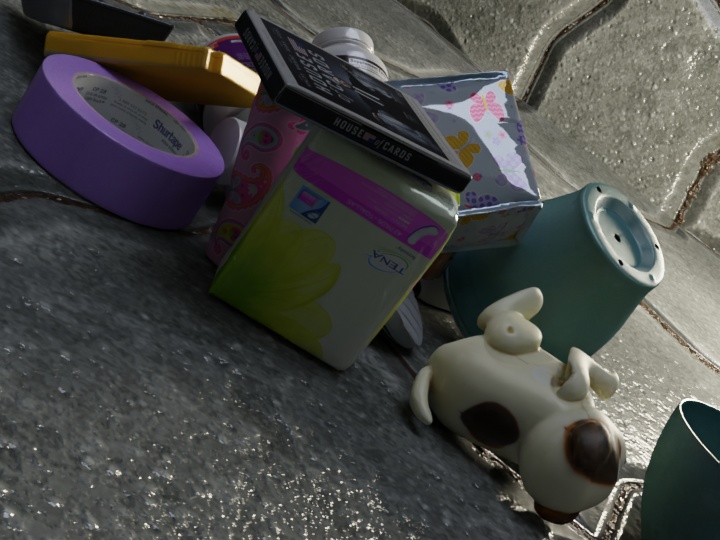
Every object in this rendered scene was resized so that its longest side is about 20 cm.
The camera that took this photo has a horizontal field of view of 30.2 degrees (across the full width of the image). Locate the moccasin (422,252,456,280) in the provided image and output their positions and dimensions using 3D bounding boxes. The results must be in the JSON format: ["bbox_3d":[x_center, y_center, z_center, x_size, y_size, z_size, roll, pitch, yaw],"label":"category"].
[{"bbox_3d":[0.072,-0.069,1.524,0.077,0.074,0.202,21,44,-20],"label":"moccasin"}]

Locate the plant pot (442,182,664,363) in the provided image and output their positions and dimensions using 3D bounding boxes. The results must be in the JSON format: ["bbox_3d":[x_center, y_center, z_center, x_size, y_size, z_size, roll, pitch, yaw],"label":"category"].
[{"bbox_3d":[0.228,0.006,1.495,0.200,0.188,0.201,29,43,-30],"label":"plant pot"}]

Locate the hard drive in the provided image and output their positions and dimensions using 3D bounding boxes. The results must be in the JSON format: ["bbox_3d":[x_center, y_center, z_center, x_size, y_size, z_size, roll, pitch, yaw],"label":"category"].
[{"bbox_3d":[-0.300,-0.282,1.484,0.134,0.043,0.200,13,8,-32],"label":"hard drive"}]

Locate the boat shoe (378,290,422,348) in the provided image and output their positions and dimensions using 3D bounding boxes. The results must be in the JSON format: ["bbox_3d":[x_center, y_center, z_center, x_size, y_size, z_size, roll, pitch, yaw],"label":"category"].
[{"bbox_3d":[-0.001,0.020,1.330,0.200,0.071,0.072,49,30,-47],"label":"boat shoe"}]

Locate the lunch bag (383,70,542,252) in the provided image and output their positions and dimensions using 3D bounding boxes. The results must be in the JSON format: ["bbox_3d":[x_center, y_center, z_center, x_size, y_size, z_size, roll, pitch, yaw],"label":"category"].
[{"bbox_3d":[0.070,-0.109,1.407,0.199,0.127,0.170,-7,69,-16],"label":"lunch bag"}]

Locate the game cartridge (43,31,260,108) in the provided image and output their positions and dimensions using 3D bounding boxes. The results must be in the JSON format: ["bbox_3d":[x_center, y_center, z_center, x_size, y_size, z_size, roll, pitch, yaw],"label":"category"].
[{"bbox_3d":[-0.204,-0.210,1.414,0.199,0.033,0.176,7,-5,20],"label":"game cartridge"}]

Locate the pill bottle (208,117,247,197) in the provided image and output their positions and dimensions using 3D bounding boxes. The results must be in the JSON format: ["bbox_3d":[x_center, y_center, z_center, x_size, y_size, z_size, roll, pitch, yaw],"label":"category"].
[{"bbox_3d":[-0.071,-0.095,1.440,0.199,0.111,0.111,22,21,-34],"label":"pill bottle"}]

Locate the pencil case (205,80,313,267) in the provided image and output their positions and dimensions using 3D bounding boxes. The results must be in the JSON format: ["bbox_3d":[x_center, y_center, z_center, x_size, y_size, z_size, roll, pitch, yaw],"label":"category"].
[{"bbox_3d":[-0.080,-0.090,1.255,0.087,0.201,0.088,19,19,-7],"label":"pencil case"}]

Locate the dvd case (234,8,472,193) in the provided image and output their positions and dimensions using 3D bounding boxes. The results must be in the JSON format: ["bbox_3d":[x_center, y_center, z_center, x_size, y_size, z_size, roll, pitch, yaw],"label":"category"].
[{"bbox_3d":[-0.007,-0.146,1.157,0.199,0.025,0.151,24,23,-32],"label":"dvd case"}]

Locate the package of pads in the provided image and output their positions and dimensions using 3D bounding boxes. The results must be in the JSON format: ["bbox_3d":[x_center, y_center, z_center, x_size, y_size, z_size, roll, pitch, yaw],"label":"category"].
[{"bbox_3d":[-0.020,-0.023,1.195,0.154,0.200,0.068,32,24,-12],"label":"package of pads"}]

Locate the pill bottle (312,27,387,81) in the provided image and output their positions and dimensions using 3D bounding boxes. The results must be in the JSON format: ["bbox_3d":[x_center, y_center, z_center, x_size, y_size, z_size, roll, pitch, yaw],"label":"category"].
[{"bbox_3d":[-0.021,-0.189,1.607,0.112,0.112,0.201,22,54,-37],"label":"pill bottle"}]

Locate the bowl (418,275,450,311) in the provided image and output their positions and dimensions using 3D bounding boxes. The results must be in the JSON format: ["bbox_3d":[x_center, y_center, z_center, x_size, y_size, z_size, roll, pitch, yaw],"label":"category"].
[{"bbox_3d":[0.098,-0.030,1.648,0.200,0.075,0.200,19,25,-46],"label":"bowl"}]

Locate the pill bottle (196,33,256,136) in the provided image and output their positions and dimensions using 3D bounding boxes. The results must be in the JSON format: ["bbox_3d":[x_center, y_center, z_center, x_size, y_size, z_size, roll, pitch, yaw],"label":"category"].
[{"bbox_3d":[-0.137,-0.198,1.579,0.112,0.113,0.200,26,19,-26],"label":"pill bottle"}]

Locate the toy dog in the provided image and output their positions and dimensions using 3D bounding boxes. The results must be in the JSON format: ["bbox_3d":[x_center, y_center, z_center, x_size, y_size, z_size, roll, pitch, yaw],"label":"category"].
[{"bbox_3d":[0.163,0.134,1.243,0.193,0.140,0.200,-7,43,-46],"label":"toy dog"}]

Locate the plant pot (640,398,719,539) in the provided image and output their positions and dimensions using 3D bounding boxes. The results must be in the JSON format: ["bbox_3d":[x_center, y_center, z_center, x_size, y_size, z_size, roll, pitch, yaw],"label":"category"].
[{"bbox_3d":[0.353,0.242,1.306,0.200,0.135,0.200,32,17,-11],"label":"plant pot"}]

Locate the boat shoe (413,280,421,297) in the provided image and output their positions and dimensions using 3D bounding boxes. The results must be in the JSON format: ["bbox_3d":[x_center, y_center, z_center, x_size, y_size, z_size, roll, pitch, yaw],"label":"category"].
[{"bbox_3d":[0.000,0.000,1.409,0.066,0.070,0.200,44,12,32],"label":"boat shoe"}]

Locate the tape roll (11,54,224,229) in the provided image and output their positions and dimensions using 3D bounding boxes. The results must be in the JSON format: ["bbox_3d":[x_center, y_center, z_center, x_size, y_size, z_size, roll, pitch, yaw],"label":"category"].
[{"bbox_3d":[-0.233,-0.126,1.294,0.200,0.066,0.200,32,19,-12],"label":"tape roll"}]
